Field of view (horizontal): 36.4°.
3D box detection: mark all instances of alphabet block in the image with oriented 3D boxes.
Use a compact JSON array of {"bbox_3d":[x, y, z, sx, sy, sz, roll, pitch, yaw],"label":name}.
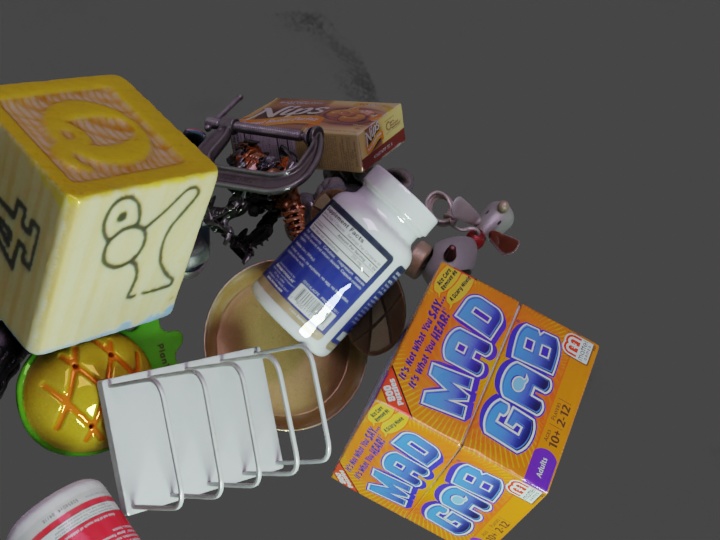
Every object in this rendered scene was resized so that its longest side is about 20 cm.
[{"bbox_3d":[-0.296,-0.065,1.148,0.196,0.201,0.195,41,35,24],"label":"alphabet block"}]

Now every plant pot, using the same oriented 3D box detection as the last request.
[{"bbox_3d":[-0.088,0.087,1.285,0.198,0.027,0.202,4,77,-19],"label":"plant pot"}]

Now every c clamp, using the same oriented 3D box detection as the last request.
[{"bbox_3d":[-0.123,-0.156,1.323,0.199,0.027,0.171,16,49,31],"label":"c clamp"}]

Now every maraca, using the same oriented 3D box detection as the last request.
[{"bbox_3d":[-0.274,0.122,1.186,0.199,0.107,0.138,-19,98,-33],"label":"maraca"}]

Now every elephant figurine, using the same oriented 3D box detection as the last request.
[{"bbox_3d":[0.003,-0.089,1.410,0.156,0.141,0.200,58,38,-11],"label":"elephant figurine"}]

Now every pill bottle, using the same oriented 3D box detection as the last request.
[{"bbox_3d":[-0.015,-0.013,1.210,0.116,0.116,0.200,44,90,13],"label":"pill bottle"},{"bbox_3d":[-0.248,0.314,1.065,0.112,0.113,0.200,-29,70,-31],"label":"pill bottle"}]

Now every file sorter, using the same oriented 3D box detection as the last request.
[{"bbox_3d":[-0.145,0.160,1.136,0.199,0.124,0.140,-10,88,-41],"label":"file sorter"}]

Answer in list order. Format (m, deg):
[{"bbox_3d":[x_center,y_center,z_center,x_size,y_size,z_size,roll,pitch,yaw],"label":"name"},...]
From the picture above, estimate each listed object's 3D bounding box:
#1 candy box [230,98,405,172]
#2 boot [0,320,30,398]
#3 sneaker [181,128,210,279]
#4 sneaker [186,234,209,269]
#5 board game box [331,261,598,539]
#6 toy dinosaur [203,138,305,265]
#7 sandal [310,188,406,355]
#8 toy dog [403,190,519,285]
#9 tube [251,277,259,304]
[{"bbox_3d":[-0.056,-0.176,1.408,0.198,0.056,0.115,7,29,31],"label":"candy box"},{"bbox_3d":[-0.463,0.077,1.174,0.210,0.080,0.158,28,54,2],"label":"boot"},{"bbox_3d":[-0.217,-0.089,1.357,0.074,0.085,0.202,4,57,-15],"label":"sneaker"},{"bbox_3d":[-0.259,-0.079,1.277,0.199,0.116,0.076,23,37,31],"label":"sneaker"},{"bbox_3d":[0.114,0.159,1.226,0.199,0.200,0.201,28,53,2],"label":"board game box"},{"bbox_3d":[-0.122,-0.088,1.317,0.136,0.200,0.102,-41,116,0],"label":"toy dinosaur"},{"bbox_3d":[0.000,0.000,1.295,0.080,0.054,0.202,-23,83,7],"label":"sandal"},{"bbox_3d":[0.139,-0.041,1.430,0.131,0.097,0.201,23,54,-2],"label":"toy dog"},{"bbox_3d":[-0.041,0.043,1.352,0.198,0.052,0.059,9,93,-16],"label":"tube"}]
